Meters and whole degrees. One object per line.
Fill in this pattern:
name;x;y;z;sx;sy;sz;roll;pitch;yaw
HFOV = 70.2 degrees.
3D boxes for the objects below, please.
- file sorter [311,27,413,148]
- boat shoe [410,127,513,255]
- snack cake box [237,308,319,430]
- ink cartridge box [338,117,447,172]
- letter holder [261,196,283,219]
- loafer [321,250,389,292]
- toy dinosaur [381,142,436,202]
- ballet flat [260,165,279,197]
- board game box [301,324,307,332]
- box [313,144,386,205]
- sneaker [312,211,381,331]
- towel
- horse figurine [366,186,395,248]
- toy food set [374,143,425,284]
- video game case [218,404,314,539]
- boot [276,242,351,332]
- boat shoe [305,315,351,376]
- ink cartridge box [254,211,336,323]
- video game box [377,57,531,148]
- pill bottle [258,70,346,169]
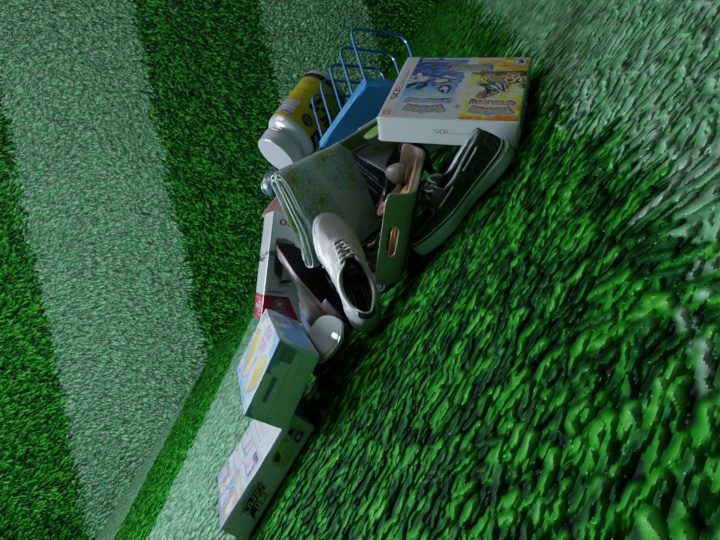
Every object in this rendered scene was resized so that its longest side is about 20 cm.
file sorter;0.007;-0.340;0.982;0.200;0.137;0.125;-37;65;55
boat shoe;0.121;-0.111;0.710;0.201;0.070;0.072;-53;14;28
snack cake box;-0.131;0.141;0.786;0.117;0.066;0.200;-65;18;0
ink cartridge box;0.061;-0.263;0.936;0.146;0.199;0.077;-23;72;27
letter holder;-0.088;-0.105;1.109;0.143;0.200;0.100;-50;-17;13
loafer;0.000;0.000;0.885;0.063;0.072;0.199;-43;22;-26
toy dinosaur;0.085;-0.187;0.914;0.076;0.104;0.200;-22;-9;-20
ballet flat;-0.163;-0.234;1.184;0.074;0.074;0.202;-45;18;37
board game box;-0.140;0.142;1.115;0.126;0.034;0.202;-43;19;45
box;-0.021;-0.235;1.223;0.200;0.195;0.118;-46;16;34
sneaker;-0.016;-0.011;0.764;0.072;0.202;0.071;-21;-21;-15
towel;-0.052;-0.117;0.880;0.048;0.174;0.200;-8;21;41
horse figurine;0.051;-0.129;1.043;0.133;0.050;0.201;-47;17;36
toy food set;0.053;-0.091;0.778;0.201;0.059;0.146;-70;-11;-55
video game case;-0.155;0.290;0.811;0.183;0.045;0.200;-57;14;-10
boot;-0.096;0.045;0.901;0.074;0.200;0.098;-15;-35;-51
boat shoe;-0.057;0.124;0.817;0.199;0.059;0.077;-31;48;57
ink cartridge box;-0.118;-0.004;0.984;0.083;0.144;0.204;-175;91;-70
video game box;0.142;-0.254;0.754;0.047;0.196;0.184;76;-153;-48
pill bottle;-0.124;-0.315;1.092;0.202;0.114;0.114;-58;14;-19
